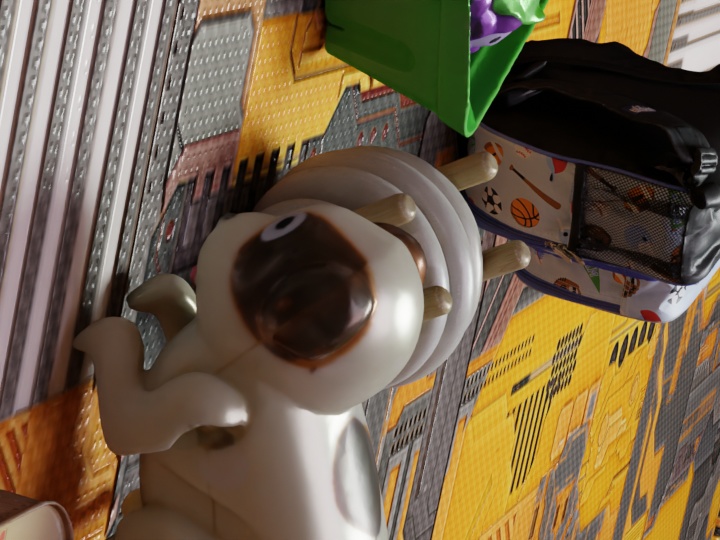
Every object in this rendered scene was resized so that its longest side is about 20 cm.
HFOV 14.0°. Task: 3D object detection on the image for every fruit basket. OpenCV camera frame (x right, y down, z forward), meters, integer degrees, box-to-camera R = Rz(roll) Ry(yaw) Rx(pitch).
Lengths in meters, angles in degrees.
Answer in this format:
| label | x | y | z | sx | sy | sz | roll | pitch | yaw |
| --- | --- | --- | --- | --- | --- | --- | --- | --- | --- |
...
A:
| label | x | y | z | sx | sy | sz | roll | pitch | yaw |
| --- | --- | --- | --- | --- | --- | --- | --- | --- | --- |
| fruit basket | 0.101 | -0.178 | 1.538 | 0.216 | 0.215 | 0.156 | -59 | 158 | -45 |

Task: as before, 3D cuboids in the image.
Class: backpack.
| label | x | y | z | sx | sy | sz | roll | pitch | yaw |
| --- | --- | --- | --- | --- | --- | --- | --- | --- | --- |
| backpack | 0.161 | -0.067 | 1.882 | 0.200 | 0.190 | 0.154 | -41 | 149 | -57 |

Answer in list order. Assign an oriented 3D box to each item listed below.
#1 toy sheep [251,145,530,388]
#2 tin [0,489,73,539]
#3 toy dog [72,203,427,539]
| label | x | y | z | sx | sy | sz | roll | pitch | yaw |
| --- | --- | --- | --- | --- | --- | --- | --- | --- | --- |
| toy sheep | 0.000 | 0.000 | 1.485 | 0.200 | 0.138 | 0.138 | -20 | 124 | -57 |
| tin | -0.171 | 0.150 | 1.190 | 0.200 | 0.042 | 0.112 | -20 | 127 | -72 |
| toy dog | -0.041 | 0.066 | 1.305 | 0.140 | 0.194 | 0.200 | -18 | 129 | -58 |
